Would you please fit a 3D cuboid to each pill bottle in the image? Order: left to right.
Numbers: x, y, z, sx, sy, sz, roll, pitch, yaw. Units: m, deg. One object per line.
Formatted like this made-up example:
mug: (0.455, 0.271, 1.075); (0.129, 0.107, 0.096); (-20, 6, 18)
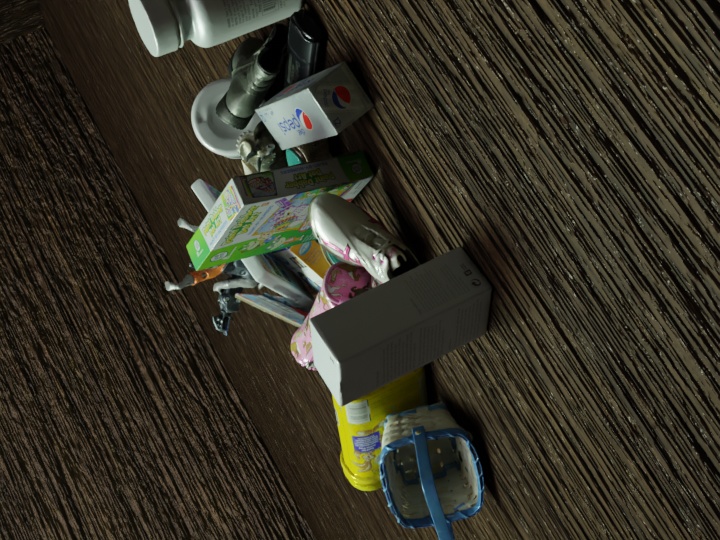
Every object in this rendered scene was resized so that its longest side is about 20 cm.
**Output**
pill bottle: (-0.181, -0.344, 1.386); (0.115, 0.199, 0.115); (55, 161, 30)
pill bottle: (-0.192, -0.228, 1.698); (0.200, 0.113, 0.114); (-123, 9, -86)

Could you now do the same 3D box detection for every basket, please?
basket: (0.099, 0.287, 1.517); (0.200, 0.139, 0.177); (-93, -11, -56)

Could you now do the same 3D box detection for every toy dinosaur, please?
toy dinosaur: (-0.125, -0.178, 1.588); (0.077, 0.102, 0.200); (43, 177, 9)

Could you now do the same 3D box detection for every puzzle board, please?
puzzle board: (-0.076, 0.074, 1.716); (0.199, 0.017, 0.151); (23, -175, 24)

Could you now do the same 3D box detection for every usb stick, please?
usb stick: (-0.076, -0.271, 1.469); (0.056, 0.033, 0.200); (51, 161, 14)

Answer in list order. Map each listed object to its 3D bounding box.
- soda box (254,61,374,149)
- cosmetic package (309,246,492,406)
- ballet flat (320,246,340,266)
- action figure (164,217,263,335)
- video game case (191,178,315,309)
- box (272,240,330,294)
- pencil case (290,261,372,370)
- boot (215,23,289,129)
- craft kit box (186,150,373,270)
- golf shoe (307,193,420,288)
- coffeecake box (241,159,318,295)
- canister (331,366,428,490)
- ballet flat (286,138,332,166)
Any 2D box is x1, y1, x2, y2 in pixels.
soda box: (-0.062, -0.205, 1.409); (0.068, 0.063, 0.200); (55, 161, -14)
cosmetic package: (0.046, 0.064, 1.269); (0.071, 0.199, 0.102); (55, 161, 31)
ballet flat: (0.000, 0.000, 1.576); (0.200, 0.071, 0.071); (54, 161, 30)
action figure: (-0.214, 0.010, 1.797); (0.104, 0.193, 0.201); (10, 95, 55)
video game case: (-0.162, -0.038, 1.700); (0.200, 0.024, 0.182); (53, -172, 26)
box: (-0.053, 0.008, 1.662); (0.200, 0.042, 0.119); (44, 167, -11)
pencil case: (-0.036, 0.064, 1.517); (0.200, 0.082, 0.087); (119, 136, -54)
boot: (-0.131, -0.292, 1.538); (0.131, 0.068, 0.200); (-47, 23, 36)
craft kit box: (-0.109, -0.078, 1.466); (0.200, 0.197, 0.049); (-45, 63, 55)
golf shoe: (0.021, -0.029, 1.404); (0.200, 0.073, 0.092); (43, 154, -12)
coffeecake box: (-0.112, -0.078, 1.794); (0.154, 0.073, 0.200); (49, 157, 40)
canister: (0.034, 0.213, 1.637); (0.087, 0.148, 0.201); (49, 156, 44)
ballet flat: (-0.065, -0.128, 1.589); (0.071, 0.065, 0.200); (47, 160, 18)
